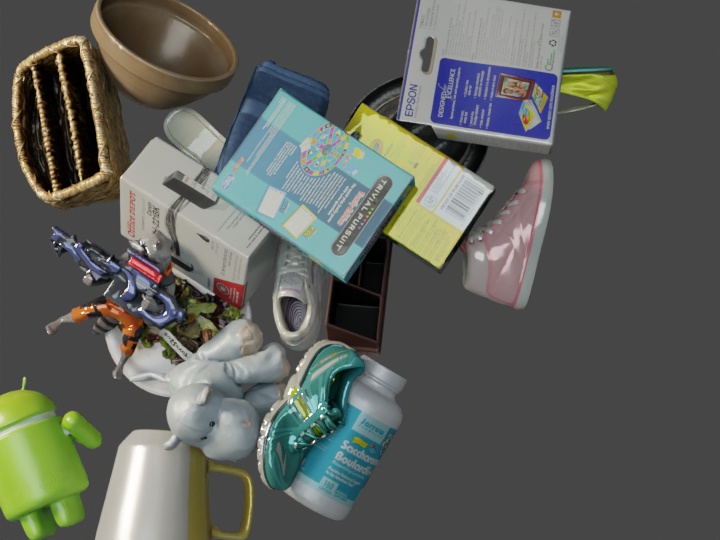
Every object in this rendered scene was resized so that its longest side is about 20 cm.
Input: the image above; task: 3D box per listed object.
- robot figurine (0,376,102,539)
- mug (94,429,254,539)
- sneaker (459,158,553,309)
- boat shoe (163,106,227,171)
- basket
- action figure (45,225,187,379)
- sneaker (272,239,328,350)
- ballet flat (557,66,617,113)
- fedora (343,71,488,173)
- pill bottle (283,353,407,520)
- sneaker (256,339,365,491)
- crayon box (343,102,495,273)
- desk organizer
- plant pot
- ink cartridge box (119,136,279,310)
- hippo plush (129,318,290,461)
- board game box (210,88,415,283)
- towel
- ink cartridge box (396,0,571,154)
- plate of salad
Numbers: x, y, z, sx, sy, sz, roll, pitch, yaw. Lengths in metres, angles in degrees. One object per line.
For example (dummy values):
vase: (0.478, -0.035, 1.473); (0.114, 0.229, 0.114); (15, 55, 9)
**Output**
robot figurine: (-0.428, 0.245, 1.696); (0.175, 0.116, 0.200); (-26, 83, 6)
mug: (-0.248, 0.289, 1.689); (0.149, 0.186, 0.154); (-7, 73, 35)
sneaker: (0.186, -0.056, 1.706); (0.104, 0.075, 0.201); (14, 90, 0)
boat shoe: (-0.183, -0.135, 1.744); (0.200, 0.062, 0.075); (41, 90, 9)
basket: (-0.392, -0.190, 1.719); (0.142, 0.149, 0.201); (-11, 85, 2)
action figure: (-0.318, 0.019, 1.676); (0.200, 0.105, 0.194); (41, 108, -4)
sneaker: (-0.074, 0.003, 1.706); (0.075, 0.100, 0.201); (1, 83, 6)
ballet flat: (0.239, -0.242, 1.730); (0.199, 0.067, 0.067); (5, 104, 3)
fedora: (0.070, -0.176, 1.715); (0.200, 0.092, 0.201); (0, 84, 4)
pill bottle: (-0.019, 0.209, 1.676); (0.111, 0.111, 0.200); (30, 88, 6)
sneaker: (-0.062, 0.179, 1.601); (0.080, 0.077, 0.200); (20, 80, 38)
crayon box: (0.053, -0.104, 1.637); (0.200, 0.051, 0.127); (34, 87, 8)
desk organizer: (0.000, 0.000, 1.678); (0.072, 0.077, 0.200); (5, 64, 4)
plant pot: (-0.269, -0.278, 1.723); (0.201, 0.201, 0.093); (37, 122, 6)
ink cartridge box: (-0.209, -0.060, 1.685); (0.200, 0.144, 0.084); (33, 61, 9)
hippo plush: (-0.177, 0.149, 1.632); (0.200, 0.161, 0.159); (32, 102, -8)
board game box: (-0.057, -0.103, 1.596); (0.200, 0.047, 0.151); (34, 85, 8)
towel: (-0.113, -0.179, 1.711); (0.111, 0.049, 0.200); (22, 56, -8)
ink cartridge box: (0.158, -0.256, 1.672); (0.199, 0.047, 0.198); (9, 71, 5)
plate of salad: (-0.244, 0.068, 1.736); (0.199, 0.048, 0.201); (0, 84, 3)
